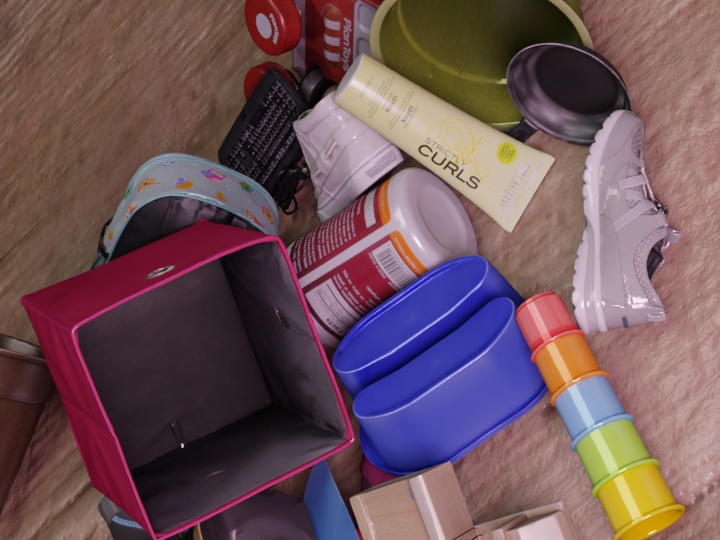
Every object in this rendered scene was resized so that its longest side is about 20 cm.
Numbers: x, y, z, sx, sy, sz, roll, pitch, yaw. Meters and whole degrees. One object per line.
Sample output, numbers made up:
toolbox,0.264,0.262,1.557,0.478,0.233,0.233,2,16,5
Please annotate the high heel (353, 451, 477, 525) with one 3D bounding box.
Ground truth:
high heel,0.063,0.187,1.403,0.200,0.067,0.097,14,90,62

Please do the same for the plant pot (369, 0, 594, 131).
plant pot,0.122,-0.262,1.518,0.199,0.200,0.191,-20,43,37

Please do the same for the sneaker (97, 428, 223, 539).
sneaker,-0.164,0.216,1.634,0.200,0.073,0.082,-36,70,27

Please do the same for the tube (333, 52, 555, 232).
tube,0.072,-0.118,1.476,0.058,0.199,0.052,-46,17,43

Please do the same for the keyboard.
keyboard,-0.091,-0.112,1.662,0.040,0.104,0.200,-43,-3,-29

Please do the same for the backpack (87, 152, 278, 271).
backpack,-0.169,-0.015,1.645,0.154,0.175,0.201,-83,20,-51

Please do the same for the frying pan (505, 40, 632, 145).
frying pan,0.175,-0.133,1.471,0.114,0.191,0.031,25,57,9

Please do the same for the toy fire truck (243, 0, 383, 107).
toy fire truck,-0.022,-0.196,1.634,0.168,0.112,0.201,37,138,38

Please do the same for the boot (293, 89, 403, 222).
boot,-0.021,-0.110,1.569,0.073,0.096,0.200,-37,-1,-18

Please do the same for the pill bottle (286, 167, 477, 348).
pill bottle,0.000,0.000,1.533,0.199,0.113,0.114,-31,49,31

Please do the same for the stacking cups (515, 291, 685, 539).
stacking cups,0.181,0.107,1.293,0.060,0.060,0.201,-36,62,27

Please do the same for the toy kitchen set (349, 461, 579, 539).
toy kitchen set,0.059,0.254,1.231,0.162,0.180,0.202,-23,86,36

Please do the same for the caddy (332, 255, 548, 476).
caddy,0.075,0.085,1.414,0.199,0.105,0.142,-34,36,6

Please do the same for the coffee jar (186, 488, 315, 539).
coffee jar,-0.125,0.275,1.487,0.200,0.104,0.086,-53,40,32

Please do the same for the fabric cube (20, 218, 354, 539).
fabric cube,-0.153,0.084,1.455,0.195,0.202,0.199,-24,15,-19

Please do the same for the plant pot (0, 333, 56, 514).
plant pot,-0.444,0.165,1.854,0.200,0.199,0.200,17,89,49

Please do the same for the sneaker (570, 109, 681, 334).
sneaker,0.222,-0.038,1.376,0.081,0.075,0.202,2,65,15

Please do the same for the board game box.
board game box,-0.009,0.259,1.429,0.200,0.039,0.159,-120,34,-59
